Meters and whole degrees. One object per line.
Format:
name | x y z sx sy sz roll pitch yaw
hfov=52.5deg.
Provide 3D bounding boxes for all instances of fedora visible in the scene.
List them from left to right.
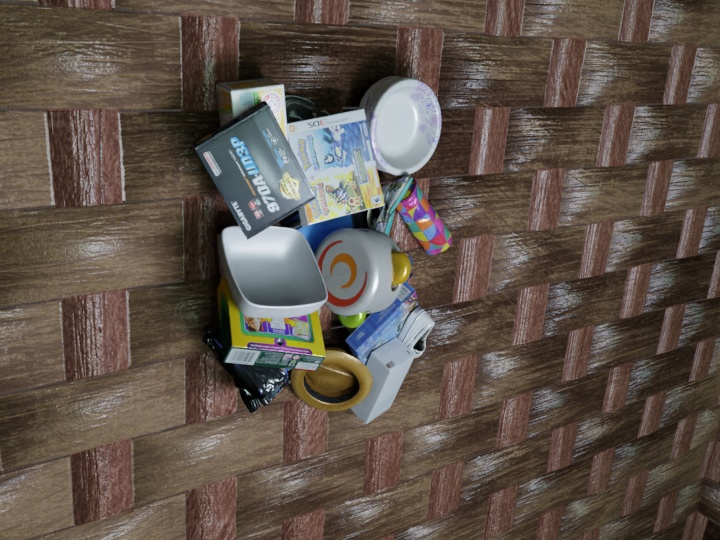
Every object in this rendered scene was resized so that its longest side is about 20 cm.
fedora | -0.067 0.239 1.704 0.194 0.083 0.205 -2 126 -2

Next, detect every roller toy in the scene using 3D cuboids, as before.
roller toy | 0.000 0.000 1.582 0.138 0.183 0.201 -2 137 -55

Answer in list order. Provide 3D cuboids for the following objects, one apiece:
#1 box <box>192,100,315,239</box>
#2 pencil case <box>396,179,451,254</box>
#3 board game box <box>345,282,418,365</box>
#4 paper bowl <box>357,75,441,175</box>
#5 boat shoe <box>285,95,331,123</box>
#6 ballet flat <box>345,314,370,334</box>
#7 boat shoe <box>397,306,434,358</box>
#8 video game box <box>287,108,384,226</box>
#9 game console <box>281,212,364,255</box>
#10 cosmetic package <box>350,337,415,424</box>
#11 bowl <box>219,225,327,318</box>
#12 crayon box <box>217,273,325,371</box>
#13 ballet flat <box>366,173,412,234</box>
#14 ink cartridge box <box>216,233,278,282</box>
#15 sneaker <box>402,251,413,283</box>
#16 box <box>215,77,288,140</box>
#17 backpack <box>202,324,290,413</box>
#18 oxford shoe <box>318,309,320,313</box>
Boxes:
box | -0.194 -0.185 1.357 0.157 0.046 0.203 -30 117 -5
pencil case | 0.144 -0.125 1.732 0.089 0.088 0.201 -46 129 -10
board game box | 0.060 0.147 1.745 0.200 0.043 0.200 -44 156 -13
paper bowl | 0.073 -0.316 1.587 0.197 0.103 0.206 -15 115 -34
boat shoe | -0.087 -0.297 1.515 0.198 0.060 0.075 32 89 -38
ballet flat | -0.009 0.113 1.725 0.076 0.064 0.200 -53 129 -6
boat shoe | 0.129 0.178 1.774 0.071 0.066 0.203 -24 147 -46
video game box | -0.055 -0.210 1.473 0.178 0.047 0.206 -16 96 -22
game console | -0.058 -0.096 1.583 0.197 0.170 0.121 -29 95 -22
cosmetic package | 0.049 0.267 1.762 0.101 0.074 0.203 -25 145 -45
bowl | -0.179 0.011 1.423 0.196 0.203 0.075 1 140 -36
crayon box | -0.177 0.102 1.440 0.195 0.175 0.059 10 136 -28
ballet flat | 0.054 -0.145 1.631 0.071 0.073 0.202 -12 145 -30
ink cartridge box | -0.232 0.019 1.531 0.114 0.067 0.205 -13 115 -30
sneaker | 0.080 -0.027 1.712 0.084 0.075 0.202 -41 148 -15
box | -0.206 -0.261 1.416 0.110 0.101 0.205 -14 115 -24
backpack | -0.222 0.186 1.526 0.153 0.191 0.201 -34 79 -21
oxford shoe | -0.140 0.025 1.597 0.074 0.058 0.203 -25 129 -8
